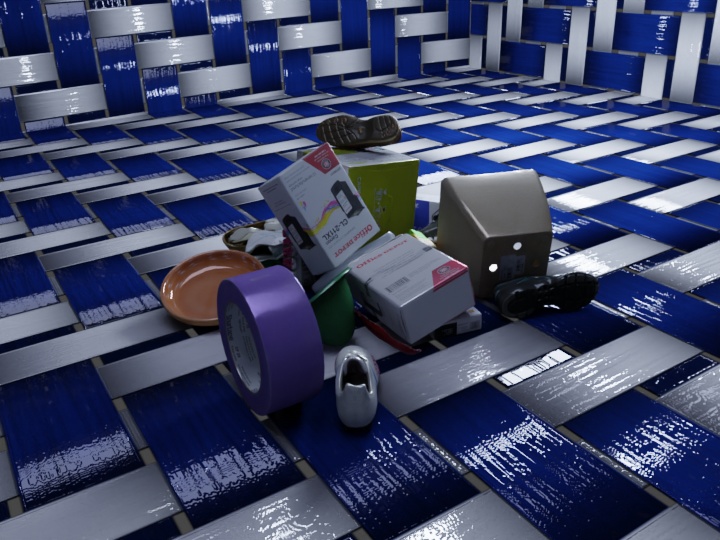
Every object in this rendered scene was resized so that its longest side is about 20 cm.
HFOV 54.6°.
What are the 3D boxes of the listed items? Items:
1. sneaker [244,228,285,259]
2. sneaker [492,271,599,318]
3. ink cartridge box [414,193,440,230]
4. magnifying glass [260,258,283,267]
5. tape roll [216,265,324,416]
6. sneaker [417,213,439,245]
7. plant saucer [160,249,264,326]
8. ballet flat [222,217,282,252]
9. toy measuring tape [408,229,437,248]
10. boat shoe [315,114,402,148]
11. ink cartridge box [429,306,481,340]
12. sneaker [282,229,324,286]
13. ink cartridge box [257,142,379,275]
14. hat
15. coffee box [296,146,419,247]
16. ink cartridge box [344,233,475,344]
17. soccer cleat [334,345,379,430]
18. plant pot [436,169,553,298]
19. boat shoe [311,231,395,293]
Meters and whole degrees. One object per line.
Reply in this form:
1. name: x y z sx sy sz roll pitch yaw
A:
1. sneaker: -0.150 -0.057 1.454 0.198 0.071 0.080 -16 22 13
2. sneaker: 0.335 0.031 1.268 0.198 0.076 0.079 -7 22 -10
3. ink cartridge box: 0.174 -0.118 1.584 0.198 0.095 0.044 12 28 29
4. magnifying glass: -0.157 -0.021 1.494 0.079 0.023 0.200 10 29 27
5. tape roll: -0.133 0.100 1.006 0.084 0.202 0.200 -16 28 -27
6. sneaker: 0.180 -0.092 1.499 0.198 0.067 0.091 -11 66 13
7. plant saucer: -0.272 0.036 1.306 0.198 0.038 0.201 -2 41 2
8. ballet flat: -0.212 -0.079 1.524 0.198 0.069 0.063 -15 -19 17
9. toy measuring tape: 0.122 -0.023 1.387 0.073 0.074 0.200 -8 24 -12
10. boat shoe: -0.002 -0.300 1.551 0.198 0.073 0.068 3 -14 21
11. ink cartridge box: 0.132 0.058 1.274 0.094 0.037 0.200 -11 29 -17
12. sneaker: -0.105 -0.060 1.391 0.087 0.202 0.074 2 -4 -26
13. ink cartridge box: -0.075 -0.115 1.325 0.146 0.201 0.082 -41 15 -36
14. hat: -0.022 0.111 1.180 0.165 0.176 0.200 -42 1 1
15. coffee box: -0.011 -0.159 1.539 0.199 0.202 0.197 -12 25 -36
16. ink cartridge box: 0.082 0.025 1.219 0.145 0.085 0.200 -29 33 -17
17. soccer cleat: -0.004 0.148 1.026 0.069 0.087 0.200 -3 24 -2
18. plant pot: 0.269 -0.058 1.348 0.198 0.201 0.178 -7 36 -9
19. boat shoe: 0.000 0.000 1.363 0.199 0.071 0.072 -33 -2 -13
